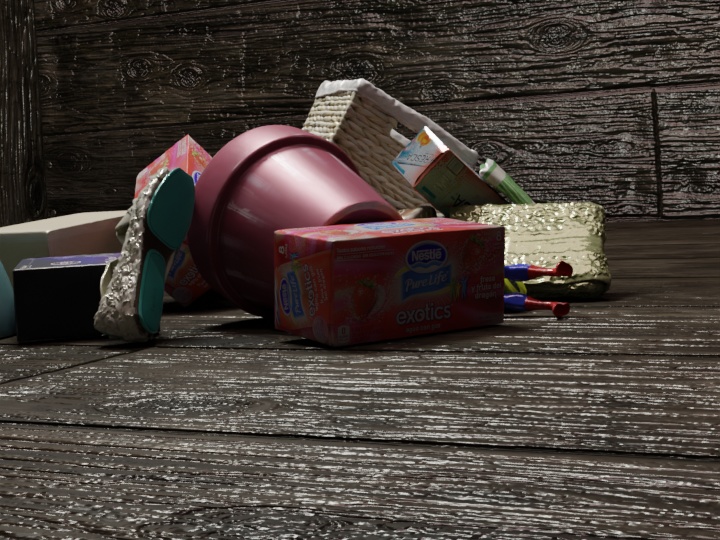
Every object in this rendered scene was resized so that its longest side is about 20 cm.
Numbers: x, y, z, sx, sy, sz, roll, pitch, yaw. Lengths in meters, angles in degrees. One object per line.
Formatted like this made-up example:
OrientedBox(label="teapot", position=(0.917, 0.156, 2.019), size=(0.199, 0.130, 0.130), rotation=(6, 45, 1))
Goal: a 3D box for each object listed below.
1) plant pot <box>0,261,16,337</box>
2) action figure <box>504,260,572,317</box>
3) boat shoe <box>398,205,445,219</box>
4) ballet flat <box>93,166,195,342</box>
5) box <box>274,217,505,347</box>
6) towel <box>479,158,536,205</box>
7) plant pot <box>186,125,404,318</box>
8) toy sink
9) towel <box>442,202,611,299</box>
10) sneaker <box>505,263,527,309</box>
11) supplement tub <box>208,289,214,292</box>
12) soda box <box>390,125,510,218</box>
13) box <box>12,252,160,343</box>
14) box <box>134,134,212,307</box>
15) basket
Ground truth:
OrientedBox(label="plant pot", position=(-0.461, 0.004, 1.338), size=(0.199, 0.135, 0.200), rotation=(-3, 3, 0))
OrientedBox(label="action figure", position=(0.112, 0.013, 1.290), size=(0.199, 0.066, 0.052), rotation=(2, -1, 34))
OrientedBox(label="boat shoe", position=(0.060, -0.039, 1.546), size=(0.071, 0.076, 0.200), rotation=(2, -3, 13))
OrientedBox(label="ballet flat", position=(-0.215, -0.019, 1.237), size=(0.071, 0.201, 0.072), rotation=(7, -36, 5))
OrientedBox(label="box", position=(0.028, 0.006, 1.182), size=(0.199, 0.095, 0.102), rotation=(-6, 10, -34))
OrientedBox(label="towel", position=(0.220, -0.060, 1.573), size=(0.023, 0.200, 0.153), rotation=(-44, 1, 8))
OrientedBox(label="plant pot", position=(-0.050, -0.033, 1.297), size=(0.199, 0.201, 0.179), rotation=(-6, 20, -35))
OrientedBox(label="toy sink", position=(-0.359, -0.006, 1.582), size=(0.130, 0.113, 0.200), rotation=(-1, 10, 29))
OrientedBox(label="towel", position=(0.179, -0.021, 1.444), size=(0.199, 0.037, 0.149), rotation=(-4, 43, 10))
OrientedBox(label="sneaker", position=(0.091, 0.007, 1.373), size=(0.199, 0.084, 0.074), rotation=(22, 3, 34))
OrientedBox(label="supplement tub", position=(-0.195, -0.022, 1.723), size=(0.107, 0.108, 0.200), rotation=(-5, 4, -29))
OrientedBox(label="soda box", position=(0.127, -0.087, 1.549), size=(0.200, 0.064, 0.068), rotation=(38, 9, -39))
OrientedBox(label="box", position=(-0.290, 0.025, 1.352), size=(0.140, 0.079, 0.200), rotation=(-7, 5, -12))
OrientedBox(label="box", position=(-0.213, -0.063, 1.572), size=(0.095, 0.100, 0.200), rotation=(-36, 30, 18))
OrientedBox(label="basket", position=(0.014, -0.139, 1.716), size=(0.198, 0.161, 0.200), rotation=(31, -3, -18))
